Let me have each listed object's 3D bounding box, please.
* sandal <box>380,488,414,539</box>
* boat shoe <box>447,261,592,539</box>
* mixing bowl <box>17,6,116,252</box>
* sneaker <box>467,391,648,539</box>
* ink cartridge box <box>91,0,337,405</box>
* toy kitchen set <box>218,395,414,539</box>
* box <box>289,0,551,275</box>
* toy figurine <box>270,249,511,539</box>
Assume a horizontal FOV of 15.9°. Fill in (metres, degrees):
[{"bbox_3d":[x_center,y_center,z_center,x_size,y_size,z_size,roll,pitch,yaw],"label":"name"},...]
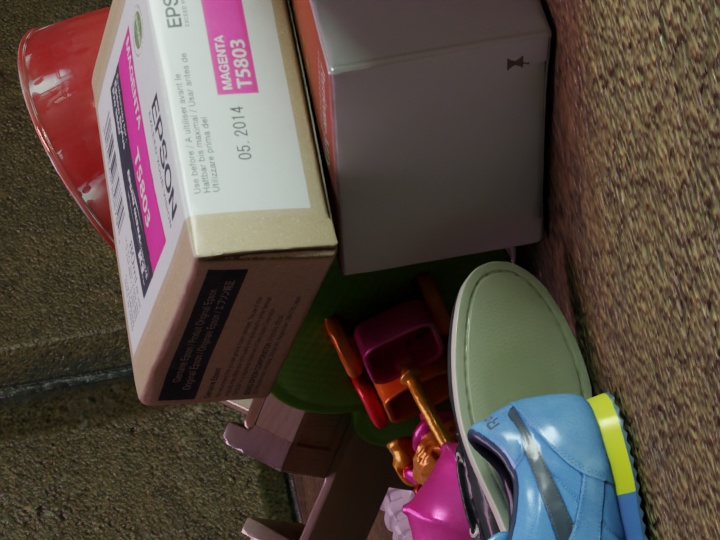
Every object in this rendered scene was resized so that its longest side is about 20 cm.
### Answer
[{"bbox_3d":[0.072,0.199,1.612,0.203,0.050,0.083,66,154,18],"label":"sandal"},{"bbox_3d":[0.077,0.098,1.235,0.066,0.074,0.200,-29,79,64],"label":"boat shoe"},{"bbox_3d":[-0.108,-0.092,1.594,0.200,0.108,0.200,52,-163,-23],"label":"mixing bowl"},{"bbox_3d":[0.097,0.154,1.156,0.066,0.078,0.201,106,152,-73],"label":"sneaker"},{"bbox_3d":[-0.078,-0.056,1.292,0.165,0.075,0.201,114,149,-59],"label":"ink cartridge box"},{"bbox_3d":[-0.067,0.099,1.552,0.200,0.180,0.164,19,-86,-62],"label":"toy kitchen set"},{"bbox_3d":[0.019,-0.126,1.277,0.153,0.106,0.201,87,171,-51],"label":"box"},{"bbox_3d":[0.050,0.104,1.352,0.200,0.150,0.185,68,176,-55],"label":"toy figurine"}]
